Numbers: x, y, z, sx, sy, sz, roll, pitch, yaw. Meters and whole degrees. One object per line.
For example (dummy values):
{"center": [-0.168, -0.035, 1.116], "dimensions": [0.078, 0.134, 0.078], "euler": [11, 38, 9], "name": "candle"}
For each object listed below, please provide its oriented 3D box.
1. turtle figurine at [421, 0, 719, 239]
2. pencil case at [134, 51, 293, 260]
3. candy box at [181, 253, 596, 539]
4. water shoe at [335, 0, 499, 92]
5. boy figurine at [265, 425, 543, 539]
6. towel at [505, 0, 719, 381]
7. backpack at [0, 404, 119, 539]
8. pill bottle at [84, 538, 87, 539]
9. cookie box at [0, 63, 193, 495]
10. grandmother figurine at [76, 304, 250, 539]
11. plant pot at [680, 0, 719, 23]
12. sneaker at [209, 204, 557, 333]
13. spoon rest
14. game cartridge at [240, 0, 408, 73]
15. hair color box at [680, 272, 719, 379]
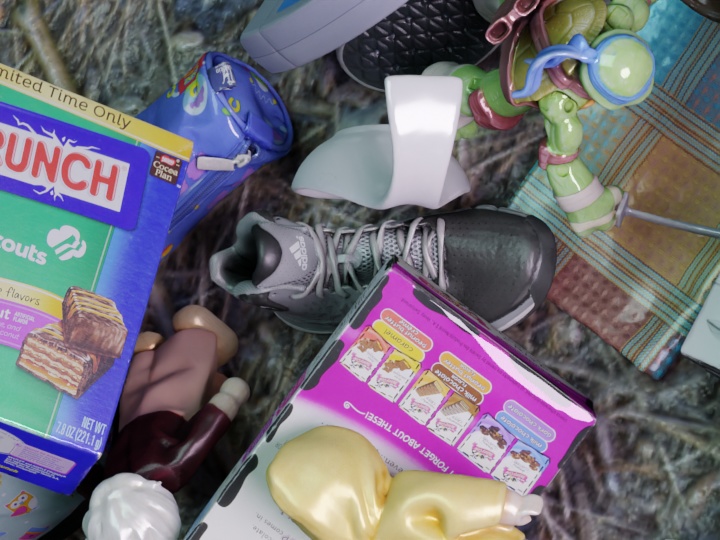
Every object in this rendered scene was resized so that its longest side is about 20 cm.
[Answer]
{"center": [0.132, -0.094, 1.452], "dimensions": [0.194, 0.200, 0.144], "euler": [23, 116, 60], "name": "turtle figurine"}
{"center": [-0.127, -0.044, 1.629], "dimensions": [0.200, 0.078, 0.087], "euler": [-40, 34, 17], "name": "pencil case"}
{"center": [0.012, 0.112, 1.446], "dimensions": [0.136, 0.061, 0.200], "euler": [37, 97, -3], "name": "candy box"}
{"center": [0.069, -0.178, 1.565], "dimensions": [0.200, 0.071, 0.079], "euler": [-38, 25, 23], "name": "water shoe"}
{"center": [0.042, 0.147, 1.385], "dimensions": [0.200, 0.064, 0.124], "euler": [27, 127, 2], "name": "boy figurine"}
{"center": [0.166, -0.059, 1.473], "dimensions": [0.147, 0.022, 0.200], "euler": [38, 96, 38], "name": "towel"}
{"center": [-0.236, 0.096, 1.576], "dimensions": [0.167, 0.200, 0.127], "euler": [-35, 57, 18], "name": "backpack"}
{"center": [-0.157, 0.255, 1.519], "dimensions": [0.112, 0.112, 0.200], "euler": [22, 86, 37], "name": "pill bottle"}
{"center": [-0.199, -0.005, 1.491], "dimensions": [0.075, 0.171, 0.200], "euler": [135, 153, -59], "name": "cookie box"}
{"center": [-0.111, 0.096, 1.523], "dimensions": [0.121, 0.061, 0.200], "euler": [-38, 21, 27], "name": "grandmother figurine"}
{"center": [0.226, -0.217, 1.348], "dimensions": [0.200, 0.187, 0.187], "euler": [-42, 52, -12], "name": "plant pot"}
{"center": [0.000, 0.000, 1.493], "dimensions": [0.200, 0.115, 0.075], "euler": [-8, 76, 38], "name": "sneaker"}
{"center": [0.018, -0.055, 1.474], "dimensions": [0.099, 0.200, 0.061], "euler": [1, 80, -7], "name": "spoon rest"}
{"center": [0.010, -0.182, 1.540], "dimensions": [0.200, 0.040, 0.133], "euler": [-26, 31, 53], "name": "game cartridge"}
{"center": [0.257, -0.019, 1.370], "dimensions": [0.109, 0.065, 0.200], "euler": [27, 87, 37], "name": "hair color box"}
